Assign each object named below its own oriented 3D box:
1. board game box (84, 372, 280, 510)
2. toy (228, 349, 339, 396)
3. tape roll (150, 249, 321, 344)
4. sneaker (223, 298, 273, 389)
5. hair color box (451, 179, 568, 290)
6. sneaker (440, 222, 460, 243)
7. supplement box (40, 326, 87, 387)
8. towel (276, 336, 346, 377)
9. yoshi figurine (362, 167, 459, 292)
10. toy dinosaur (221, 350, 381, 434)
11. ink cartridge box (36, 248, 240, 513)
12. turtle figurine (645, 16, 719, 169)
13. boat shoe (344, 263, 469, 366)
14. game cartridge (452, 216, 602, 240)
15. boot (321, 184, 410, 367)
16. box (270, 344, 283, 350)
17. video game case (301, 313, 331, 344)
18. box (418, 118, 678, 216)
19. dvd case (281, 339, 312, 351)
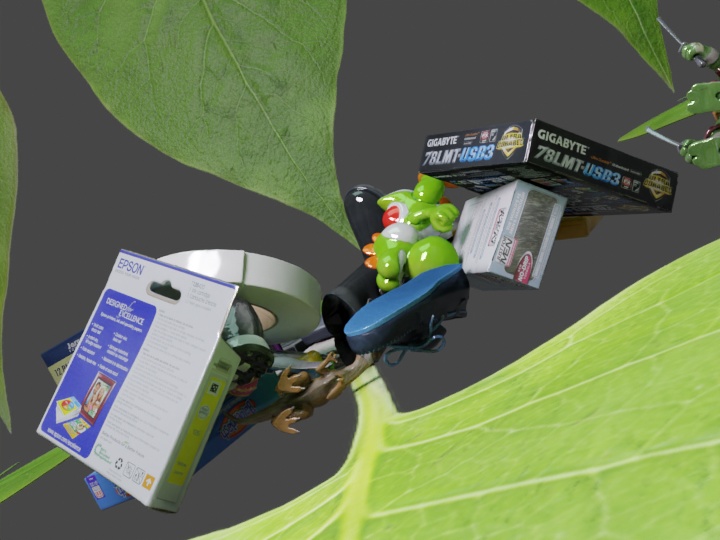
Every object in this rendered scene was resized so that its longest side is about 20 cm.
[{"bbox_3d":[-0.195,0.191,1.006,0.151,0.045,0.200,-26,5,32],"label":"board game box"},{"bbox_3d":[-0.125,0.113,0.968,0.198,0.048,0.115,-2,1,6],"label":"toy"},{"bbox_3d":[-0.140,0.034,0.942,0.200,0.037,0.203,1,-23,1],"label":"tape roll"},{"bbox_3d":[-0.171,0.094,0.879,0.199,0.091,0.066,-32,-41,23],"label":"sneaker"},{"bbox_3d":[0.153,-0.033,0.965,0.200,0.060,0.100,167,122,-82],"label":"hair color box"},{"bbox_3d":[0.135,-0.027,1.222,0.066,0.091,0.200,-29,3,-7],"label":"sneaker"},{"bbox_3d":[-0.315,0.156,1.272,0.133,0.201,0.200,-28,2,17],"label":"supplement box"},{"bbox_3d":[-0.031,0.102,1.133,0.132,0.035,0.199,-32,4,-41],"label":"towel"},{"bbox_3d":[0.082,-0.040,1.018,0.111,0.113,0.201,-21,27,36],"label":"yoshi figurine"},{"bbox_3d":[-0.065,0.131,0.865,0.199,0.061,0.106,-26,-10,12],"label":"toy dinosaur"},{"bbox_3d":[-0.201,0.094,0.819,0.197,0.047,0.202,15,76,42],"label":"ink cartridge box"},{"bbox_3d":[0.421,-0.204,1.101,0.194,0.199,0.145,-40,-23,-57],"label":"turtle figurine"},{"bbox_3d":[0.062,0.048,0.856,0.084,0.069,0.199,-10,10,41],"label":"boat shoe"},{"bbox_3d":[0.230,-0.072,1.152,0.175,0.033,0.200,-5,12,26],"label":"game cartridge"},{"bbox_3d":[0.001,0.001,1.034,0.065,0.165,0.200,-30,9,36],"label":"boot"},{"bbox_3d":[-0.164,0.109,1.209,0.036,0.144,0.200,-29,2,13],"label":"box"},{"bbox_3d":[0.011,0.019,1.199,0.200,0.019,0.143,-46,9,-28],"label":"video game case"},{"bbox_3d":[0.195,-0.103,0.932,0.197,0.050,0.200,13,-3,-27],"label":"box"},{"bbox_3d":[-0.113,0.131,1.567,0.150,0.025,0.199,-30,3,-39],"label":"dvd case"}]
